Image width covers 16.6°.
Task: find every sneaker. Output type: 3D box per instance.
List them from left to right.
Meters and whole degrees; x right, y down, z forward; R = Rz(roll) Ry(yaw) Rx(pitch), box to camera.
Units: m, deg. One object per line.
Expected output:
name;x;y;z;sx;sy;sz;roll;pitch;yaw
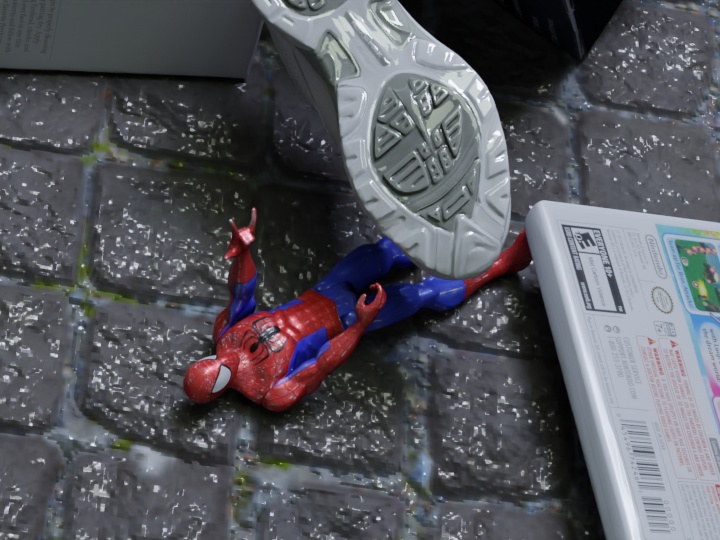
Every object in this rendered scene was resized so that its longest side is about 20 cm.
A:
sneaker;0.013;-0.081;1.165;0.078;0.099;0.201;-27;77;-2

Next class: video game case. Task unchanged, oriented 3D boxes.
video game case;0.180;0.061;1.191;0.181;0.024;0.201;7;53;-27

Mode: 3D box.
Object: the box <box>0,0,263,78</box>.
box;-0.150;-0.178;1.244;0.199;0.098;0.125;1;55;-15

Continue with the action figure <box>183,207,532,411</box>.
action figure;0.000;0.000;1.164;0.199;0.099;0.065;-30;66;-28

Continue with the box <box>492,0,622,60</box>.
box;0.061;-0.227;1.259;0.196;0.200;0.124;34;89;10
